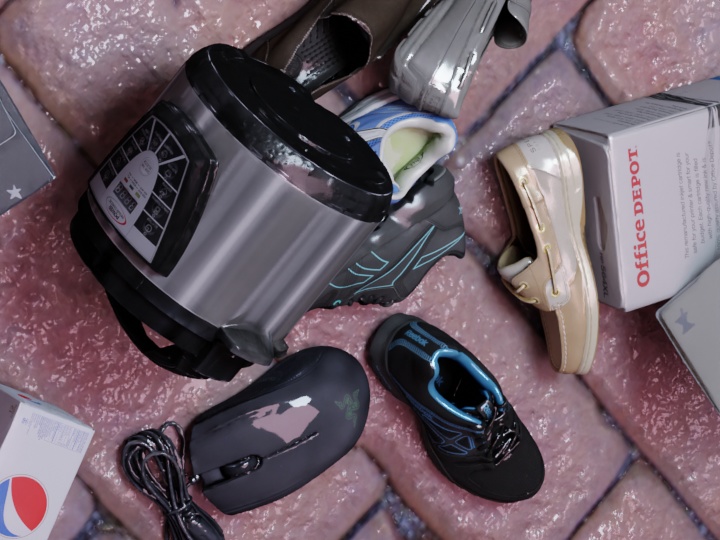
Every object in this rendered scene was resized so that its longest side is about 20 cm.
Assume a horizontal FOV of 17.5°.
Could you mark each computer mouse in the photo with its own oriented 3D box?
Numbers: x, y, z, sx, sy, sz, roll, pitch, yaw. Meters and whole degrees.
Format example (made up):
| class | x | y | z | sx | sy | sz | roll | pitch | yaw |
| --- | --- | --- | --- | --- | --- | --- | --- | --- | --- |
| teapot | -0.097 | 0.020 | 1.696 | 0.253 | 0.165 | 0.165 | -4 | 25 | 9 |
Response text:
| class | x | y | z | sx | sy | sz | roll | pitch | yaw |
| --- | --- | --- | --- | --- | --- | --- | --- | --- | --- |
| computer mouse | -0.066 | 0.134 | 1.742 | 0.200 | 0.053 | 0.139 | -36 | 115 | -18 |

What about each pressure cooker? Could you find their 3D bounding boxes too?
| class | x | y | z | sx | sy | sz | roll | pitch | yaw |
| --- | --- | --- | --- | --- | --- | --- | --- | --- | --- |
| pressure cooker | -0.096 | -0.029 | 1.589 | 0.179 | 0.176 | 0.200 | 38 | 107 | -6 |

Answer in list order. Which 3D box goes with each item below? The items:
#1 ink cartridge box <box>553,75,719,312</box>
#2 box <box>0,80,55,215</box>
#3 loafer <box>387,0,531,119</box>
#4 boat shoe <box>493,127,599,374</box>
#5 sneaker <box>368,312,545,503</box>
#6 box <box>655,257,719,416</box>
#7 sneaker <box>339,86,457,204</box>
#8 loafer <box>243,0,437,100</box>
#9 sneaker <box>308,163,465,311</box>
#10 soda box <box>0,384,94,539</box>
| class | x | y | z | sx | sy | sz | roll | pitch | yaw |
| --- | --- | --- | --- | --- | --- | --- | --- | --- | --- |
| ink cartridge box | 0.260 | -0.067 | 1.862 | 0.200 | 0.084 | 0.146 | -16 | 109 | -25 |
| box | -0.326 | -0.066 | 1.514 | 0.200 | 0.115 | 0.132 | -37 | 115 | -19 |
| loafer | 0.097 | -0.192 | 1.733 | 0.070 | 0.070 | 0.200 | 34 | 70 | 9 |
| boat shoe | 0.139 | -0.010 | 1.821 | 0.069 | 0.074 | 0.200 | -13 | 106 | -14 |
| sneaker | 0.085 | 0.118 | 1.806 | 0.073 | 0.082 | 0.200 | -51 | 121 | -13 |
| box | 0.352 | 0.048 | 1.863 | 0.128 | 0.109 | 0.200 | -42 | 152 | 25 |
| sneaker | -0.018 | -0.071 | 1.709 | 0.200 | 0.077 | 0.076 | -35 | 117 | -16 |
| loafer | -0.001 | -0.175 | 1.697 | 0.200 | 0.071 | 0.073 | -44 | 118 | -14 |
| sneaker | 0.000 | 0.000 | 1.737 | 0.200 | 0.075 | 0.079 | -32 | 117 | -19 |
| soda box | -0.262 | 0.184 | 1.633 | 0.064 | 0.068 | 0.200 | 25 | 88 | -31 |
